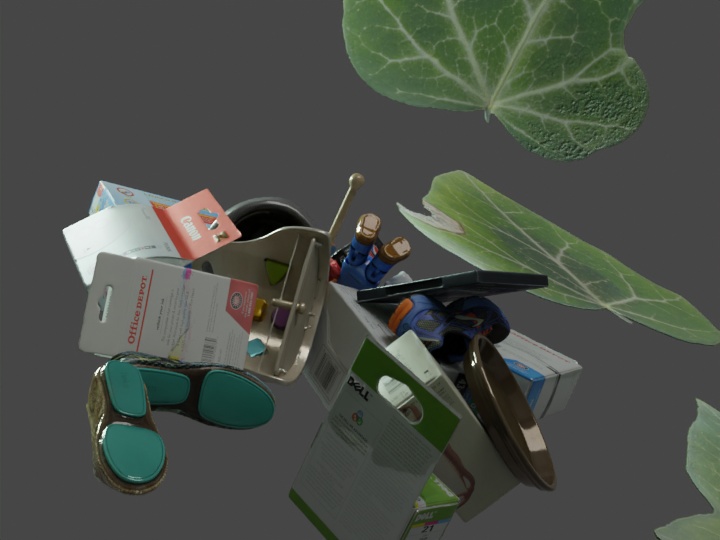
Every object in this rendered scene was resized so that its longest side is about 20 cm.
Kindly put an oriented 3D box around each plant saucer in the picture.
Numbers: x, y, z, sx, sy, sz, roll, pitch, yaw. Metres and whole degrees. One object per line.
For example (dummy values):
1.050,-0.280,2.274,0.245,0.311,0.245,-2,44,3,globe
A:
0.172,0.169,1.245,0.200,0.029,0.200,55,16,-24,plant saucer

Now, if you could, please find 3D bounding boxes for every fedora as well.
-0.137,0.001,1.469,0.176,0.201,0.090,8,-6,-9,fedora

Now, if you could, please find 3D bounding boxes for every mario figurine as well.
0.000,0.000,1.483,0.105,0.200,0.124,-4,58,-31,mario figurine

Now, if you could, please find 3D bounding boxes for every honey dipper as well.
-0.043,-0.051,1.551,0.038,0.201,0.038,22,17,-7,honey dipper

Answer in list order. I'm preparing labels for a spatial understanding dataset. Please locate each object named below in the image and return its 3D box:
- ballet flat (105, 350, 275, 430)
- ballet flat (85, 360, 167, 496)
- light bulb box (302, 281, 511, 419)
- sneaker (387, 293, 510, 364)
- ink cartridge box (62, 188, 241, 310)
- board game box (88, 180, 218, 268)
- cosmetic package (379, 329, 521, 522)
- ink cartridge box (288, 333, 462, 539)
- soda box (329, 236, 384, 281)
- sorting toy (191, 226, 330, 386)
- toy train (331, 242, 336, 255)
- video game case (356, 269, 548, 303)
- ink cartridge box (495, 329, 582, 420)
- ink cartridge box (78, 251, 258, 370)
-0.188,0.126,1.162,0.199,0.075,0.074,19,17,-31,ballet flat
-0.223,0.162,0.996,0.070,0.066,0.200,17,21,-22,ballet flat
0.051,0.131,1.384,0.199,0.125,0.198,17,18,-31,light bulb box
0.119,0.082,1.319,0.199,0.075,0.079,2,43,-44,sneaker
-0.273,-0.047,1.374,0.163,0.199,0.057,48,-13,53,ink cartridge box
-0.276,-0.046,1.561,0.199,0.056,0.196,14,20,-35,board game box
0.088,0.178,1.204,0.200,0.087,0.103,52,1,-31,cosmetic package
0.031,0.187,1.054,0.076,0.201,0.148,7,25,-47,ink cartridge box
-0.008,-0.007,1.676,0.071,0.063,0.200,55,18,-1,soda box
-0.144,0.041,1.344,0.179,0.201,0.107,13,-18,9,sorting toy
-0.125,-0.030,1.695,0.199,0.087,0.114,15,29,-39,toy train
0.114,0.023,1.340,0.142,0.019,0.199,3,-11,-45,video game case
0.225,0.157,1.603,0.146,0.086,0.200,26,13,29,ink cartridge box
-0.226,0.052,1.209,0.199,0.117,0.067,15,-9,-33,ink cartridge box
